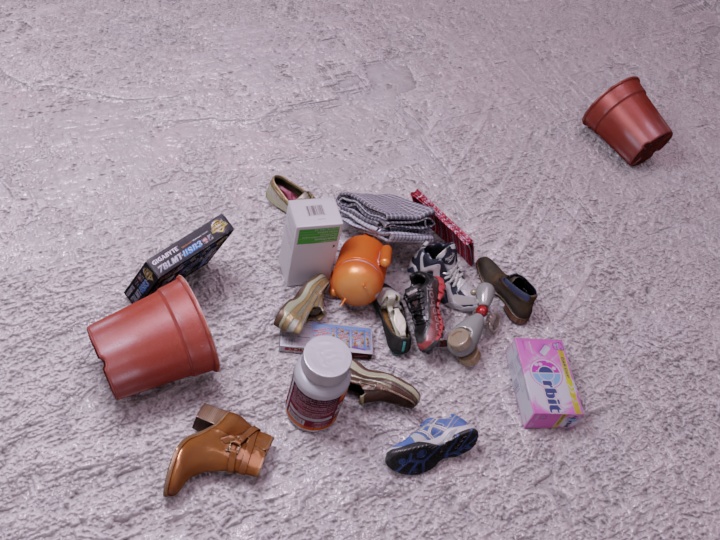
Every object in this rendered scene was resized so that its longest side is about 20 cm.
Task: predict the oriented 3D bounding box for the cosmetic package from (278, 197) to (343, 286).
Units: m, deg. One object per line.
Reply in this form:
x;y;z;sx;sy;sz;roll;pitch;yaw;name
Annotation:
-0.111;-0.062;1.701;0.107;0.200;0.085;-7;52;-17;cosmetic package

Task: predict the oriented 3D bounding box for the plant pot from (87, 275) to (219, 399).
-0.397;0.137;1.470;0.195;0.201;0.201;-22;60;-21;plant pot

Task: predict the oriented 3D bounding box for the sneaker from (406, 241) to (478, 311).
0.208;0.003;1.781;0.199;0.130;0.079;38;54;17;sneaker

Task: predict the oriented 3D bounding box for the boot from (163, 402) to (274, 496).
-0.257;0.346;1.415;0.154;0.074;0.200;25;52;1;boot

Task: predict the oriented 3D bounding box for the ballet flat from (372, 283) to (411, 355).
0.073;0.090;1.714;0.068;0.068;0.200;-8;54;-19;ballet flat

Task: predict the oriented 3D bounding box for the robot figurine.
-0.001;0.001;1.725;0.144;0.117;0.200;4;35;8;robot figurine

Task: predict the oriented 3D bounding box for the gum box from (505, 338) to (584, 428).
0.394;0.238;1.681;0.113;0.066;0.200;3;51;-12;gum box

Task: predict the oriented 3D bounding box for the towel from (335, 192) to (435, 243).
0.060;-0.129;1.809;0.165;0.086;0.200;-1;19;-42;towel

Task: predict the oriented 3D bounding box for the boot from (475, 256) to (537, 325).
0.348;0.022;1.825;0.075;0.097;0.200;-17;58;-27;boot

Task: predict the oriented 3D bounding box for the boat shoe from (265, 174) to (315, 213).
-0.142;-0.159;1.861;0.200;0.066;0.074;31;51;11;boat shoe

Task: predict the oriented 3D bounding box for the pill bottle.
-0.078;0.216;1.482;0.109;0.200;0.110;8;50;-9;pill bottle

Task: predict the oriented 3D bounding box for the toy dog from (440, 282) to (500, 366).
0.229;0.118;1.718;0.096;0.132;0.200;5;33;31;toy dog

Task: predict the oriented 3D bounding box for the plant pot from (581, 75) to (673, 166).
0.786;-0.423;2.260;0.200;0.201;0.195;-21;68;-29;plant pot

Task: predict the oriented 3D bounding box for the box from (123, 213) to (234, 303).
-0.373;-0.018;1.596;0.198;0.200;0.050;-39;91;-34;box

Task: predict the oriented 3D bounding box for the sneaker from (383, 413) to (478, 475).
0.131;0.341;1.534;0.200;0.076;0.077;-12;33;-24;sneaker

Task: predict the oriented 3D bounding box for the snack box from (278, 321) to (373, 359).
-0.073;0.146;1.657;0.200;0.024;0.072;7;48;-10;snack box

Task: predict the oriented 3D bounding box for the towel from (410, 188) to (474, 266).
0.198;-0.101;1.866;0.022;0.145;0.200;-42;68;-7;towel

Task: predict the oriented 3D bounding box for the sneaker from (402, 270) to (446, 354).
0.134;0.084;1.692;0.098;0.071;0.201;34;47;-33;sneaker

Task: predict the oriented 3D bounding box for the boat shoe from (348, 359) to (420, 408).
0.019;0.244;1.577;0.202;0.075;0.075;20;55;14;boat shoe

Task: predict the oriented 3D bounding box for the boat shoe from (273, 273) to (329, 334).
-0.107;0.079;1.663;0.076;0.072;0.200;30;40;9;boat shoe
